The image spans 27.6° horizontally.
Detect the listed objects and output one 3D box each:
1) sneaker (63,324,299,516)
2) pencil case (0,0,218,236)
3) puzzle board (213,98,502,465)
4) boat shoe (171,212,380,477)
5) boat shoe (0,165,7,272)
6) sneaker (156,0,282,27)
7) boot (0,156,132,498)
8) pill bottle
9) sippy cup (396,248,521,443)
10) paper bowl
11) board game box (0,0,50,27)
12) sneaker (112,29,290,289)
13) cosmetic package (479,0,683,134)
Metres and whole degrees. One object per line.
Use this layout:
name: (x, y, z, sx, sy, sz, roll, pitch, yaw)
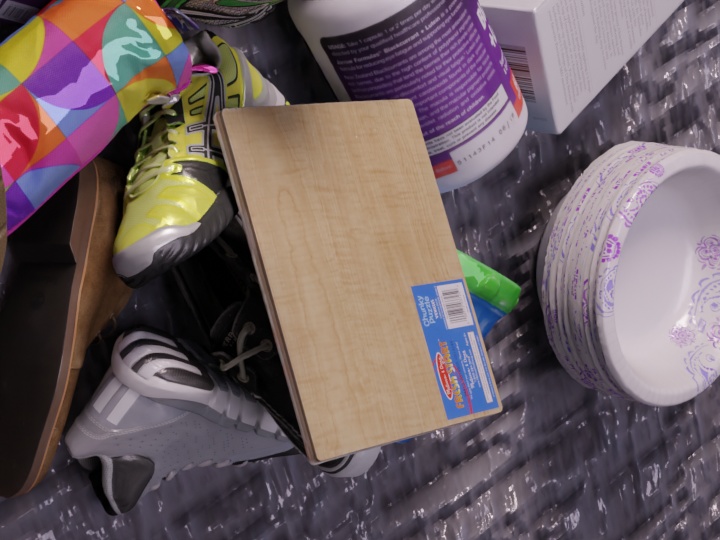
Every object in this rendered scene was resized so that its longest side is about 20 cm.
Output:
sneaker: (-0.112, 0.106, 0.915, 0.116, 0.075, 0.200, -50, 144, 8)
pencil case: (-0.175, -0.078, 0.774, 0.200, 0.088, 0.089, -41, 125, -13)
puzzle board: (0.000, 0.000, 0.843, 0.150, 0.017, 0.201, -9, 80, -43)
boat shoe: (-0.060, 0.042, 0.868, 0.064, 0.200, 0.071, 0, 135, -47)
boat shoe: (-0.226, -0.069, 0.696, 0.072, 0.067, 0.201, -13, 83, -55)
sneaker: (-0.055, -0.179, 0.810, 0.085, 0.199, 0.078, 41, 60, -50)
boot: (-0.166, 0.034, 0.842, 0.075, 0.073, 0.201, 16, 86, -53)
pill bottle: (0.022, -0.156, 0.936, 0.111, 0.111, 0.200, -48, 127, -24)
sippy cup: (0.018, 0.038, 0.968, 0.178, 0.140, 0.131, 29, 88, -35)
paper bowl: (0.217, -0.001, 1.153, 0.200, 0.104, 0.201, -12, 108, -40)
board game box: (-0.221, -0.184, 0.714, 0.200, 0.120, 0.032, 10, 57, -44)
sneaker: (-0.106, -0.065, 0.842, 0.076, 0.075, 0.200, 50, 31, -21)
cosmetic package: (0.155, -0.196, 1.053, 0.200, 0.071, 0.102, -45, 133, -35)
